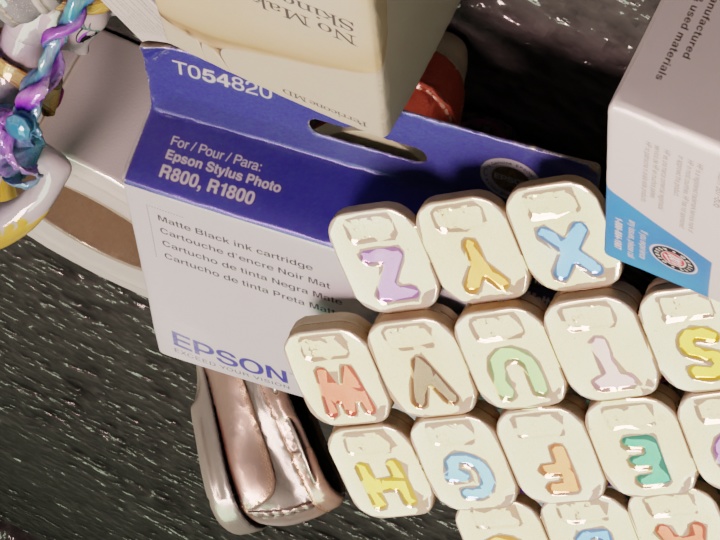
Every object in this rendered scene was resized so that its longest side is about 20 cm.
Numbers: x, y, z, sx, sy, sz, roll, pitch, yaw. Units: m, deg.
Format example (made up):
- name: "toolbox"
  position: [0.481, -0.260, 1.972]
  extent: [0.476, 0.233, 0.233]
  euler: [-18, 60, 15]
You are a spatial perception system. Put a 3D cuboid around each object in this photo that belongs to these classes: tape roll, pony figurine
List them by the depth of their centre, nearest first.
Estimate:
- name: "pony figurine"
  position: [-0.201, -0.097, 1.175]
  extent: [0.192, 0.167, 0.200]
  euler: [16, 133, -19]
- name: "tape roll"
  position: [-0.125, -0.053, 1.354]
  extent: [0.202, 0.071, 0.203]
  euler: [26, 165, 8]

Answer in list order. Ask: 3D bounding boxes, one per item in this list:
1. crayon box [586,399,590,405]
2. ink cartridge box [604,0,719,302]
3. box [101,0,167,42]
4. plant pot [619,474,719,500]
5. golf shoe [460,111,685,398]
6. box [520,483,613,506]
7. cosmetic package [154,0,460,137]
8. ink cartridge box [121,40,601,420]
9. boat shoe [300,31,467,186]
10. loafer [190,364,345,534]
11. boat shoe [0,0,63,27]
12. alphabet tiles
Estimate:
- name: "crayon box"
  position: [0.078, 0.055, 1.375]
  extent: [0.199, 0.058, 0.173]
  euler: [18, 162, 25]
- name: "ink cartridge box"
  position: [0.190, -0.024, 0.890]
  extent: [0.199, 0.084, 0.145]
  euler: [24, 164, 12]
- name: "box"
  position: [-0.104, -0.143, 1.087]
  extent: [0.041, 0.039, 0.200]
  euler: [16, 160, 41]
- name: "plant pot"
  position: [0.176, 0.186, 1.143]
  extent: [0.196, 0.200, 0.200]
  euler: [57, 172, 16]
- name: "golf shoe"
  position: [0.102, 0.001, 1.156]
  extent: [0.200, 0.073, 0.092]
  euler: [35, 169, 6]
- name: "box"
  position: [0.162, 0.111, 1.294]
  extent: [0.199, 0.039, 0.137]
  euler: [-8, 152, 15]
- name: "cosmetic package"
  position: [-0.024, -0.132, 0.928]
  extent: [0.103, 0.073, 0.200]
  euler: [24, 163, 12]
- name: "ink cartridge box"
  position: [0.000, 0.000, 1.086]
  extent: [0.199, 0.041, 0.200]
  euler: [16, 150, 13]
- name: "boat shoe"
  position: [-0.027, -0.054, 1.126]
  extent: [0.071, 0.063, 0.200]
  euler: [35, 150, -26]
- name: "loafer"
  position: [-0.051, 0.023, 1.230]
  extent: [0.063, 0.201, 0.072]
  euler: [-11, 180, 22]
- name: "boat shoe"
  position: [-0.208, -0.166, 1.066]
  extent: [0.202, 0.065, 0.074]
  euler: [40, -173, -7]
- name: "alphabet tiles"
  position: [0.070, 0.052, 1.041]
  extent: [0.199, 0.015, 0.196]
  euler: [-7, 121, 28]
